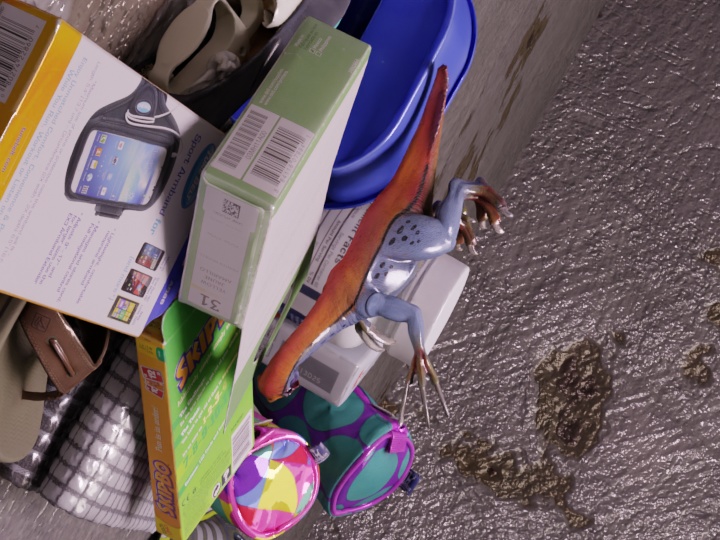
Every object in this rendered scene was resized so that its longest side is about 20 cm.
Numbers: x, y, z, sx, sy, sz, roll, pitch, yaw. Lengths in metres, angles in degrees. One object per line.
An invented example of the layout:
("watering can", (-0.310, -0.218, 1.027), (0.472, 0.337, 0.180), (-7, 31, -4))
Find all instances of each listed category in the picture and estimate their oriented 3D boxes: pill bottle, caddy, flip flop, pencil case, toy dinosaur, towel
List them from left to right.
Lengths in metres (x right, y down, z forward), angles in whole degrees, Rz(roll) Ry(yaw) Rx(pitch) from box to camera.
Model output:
("flip flop", (-0.165, 0.024, 0.771), (0.202, 0.057, 0.081), (-65, 171, 14))
("towel", (-0.156, 0.081, 0.927), (0.167, 0.085, 0.200), (-63, 170, -8))
("pencil case", (-0.105, 0.135, 1.059), (0.199, 0.088, 0.089), (16, -106, 57))
("pencil case", (-0.035, 0.101, 1.101), (0.093, 0.200, 0.085), (-47, 141, 7))
("pill bottle", (-0.026, -0.014, 0.996), (0.112, 0.198, 0.111), (-59, 171, -15))
("caddy", (-0.006, -0.141, 0.931), (0.202, 0.140, 0.105), (-61, 168, -3))
("toy dinosaur", (0.000, 0.000, 0.874), (0.180, 0.202, 0.105), (-23, -175, -24))

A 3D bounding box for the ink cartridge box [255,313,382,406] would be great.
("ink cartridge box", (-0.040, 0.009, 1.104), (0.200, 0.161, 0.050), (-50, 167, -55))

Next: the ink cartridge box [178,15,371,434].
("ink cartridge box", (-0.056, -0.023, 0.789), (0.201, 0.047, 0.146), (110, 5, -48))

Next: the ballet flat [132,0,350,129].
("ballet flat", (-0.070, -0.141, 0.807), (0.200, 0.073, 0.073), (-49, 166, -32))

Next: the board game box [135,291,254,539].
("board game box", (-0.099, 0.071, 0.856), (0.096, 0.030, 0.202), (-53, 158, -43))

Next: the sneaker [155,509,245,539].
("sneaker", (-0.175, 0.303, 1.471), (0.075, 0.080, 0.200), (-65, 171, 15))

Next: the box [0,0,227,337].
("box", (-0.133, -0.040, 0.676), (0.120, 0.041, 0.200), (-64, 159, -3))
